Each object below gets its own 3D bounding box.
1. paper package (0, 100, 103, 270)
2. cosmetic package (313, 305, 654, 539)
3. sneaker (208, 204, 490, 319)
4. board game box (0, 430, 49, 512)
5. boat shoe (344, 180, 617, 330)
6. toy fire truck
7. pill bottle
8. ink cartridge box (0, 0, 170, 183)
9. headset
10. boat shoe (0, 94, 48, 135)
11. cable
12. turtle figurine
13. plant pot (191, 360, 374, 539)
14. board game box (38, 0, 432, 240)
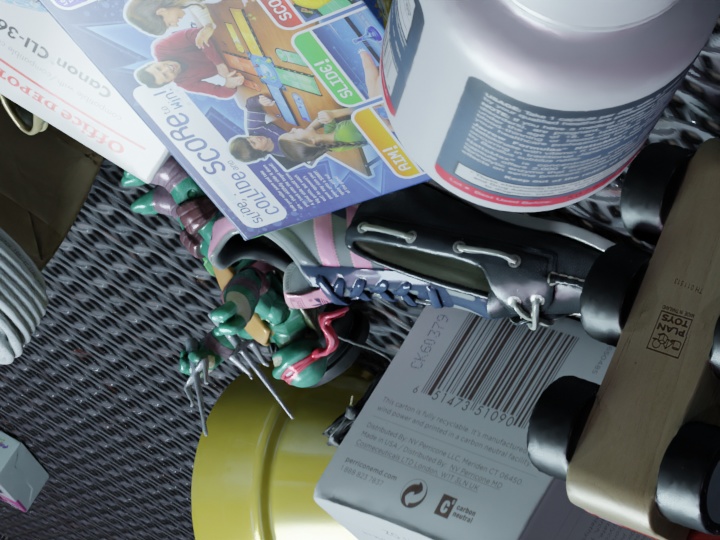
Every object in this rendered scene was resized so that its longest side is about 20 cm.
[{"bbox_3d":[-0.292,-0.075,1.681,0.190,0.104,0.200,34,163,-7],"label":"paper package"},{"bbox_3d":[0.114,0.140,1.461,0.165,0.165,0.200,17,158,44],"label":"cosmetic package"},{"bbox_3d":[0.000,0.000,1.406,0.200,0.082,0.070,23,160,26],"label":"sneaker"},{"bbox_3d":[-0.513,0.222,3.022,0.200,0.064,0.148,27,163,18],"label":"board game box"},{"bbox_3d":[0.085,0.001,1.295,0.200,0.060,0.076,23,161,28],"label":"boat shoe"},{"bbox_3d":[0.174,0.047,1.100,0.129,0.176,0.200,17,173,39],"label":"toy fire truck"},{"bbox_3d":[0.075,-0.106,0.896,0.119,0.120,0.200,31,164,3],"label":"pill bottle"},{"bbox_3d":[-0.119,-0.124,1.150,0.116,0.068,0.200,32,138,-2],"label":"ink cartridge box"},{"bbox_3d":[-0.048,0.042,1.596,0.200,0.094,0.124,34,169,37],"label":"headset"},{"bbox_3d":[-0.218,-0.155,1.383,0.073,0.063,0.201,23,162,26],"label":"boat shoe"},{"bbox_3d":[-0.308,-0.010,1.601,0.200,0.069,0.200,16,159,41],"label":"cable"},{"bbox_3d":[-0.080,0.018,1.505,0.200,0.101,0.150,58,155,16],"label":"turtle figurine"},{"bbox_3d":[0.011,0.165,1.706,0.189,0.201,0.201,-1,147,37],"label":"plant pot"},{"bbox_3d":[-0.048,-0.104,1.060,0.135,0.034,0.200,-17,133,26],"label":"board game box"}]
